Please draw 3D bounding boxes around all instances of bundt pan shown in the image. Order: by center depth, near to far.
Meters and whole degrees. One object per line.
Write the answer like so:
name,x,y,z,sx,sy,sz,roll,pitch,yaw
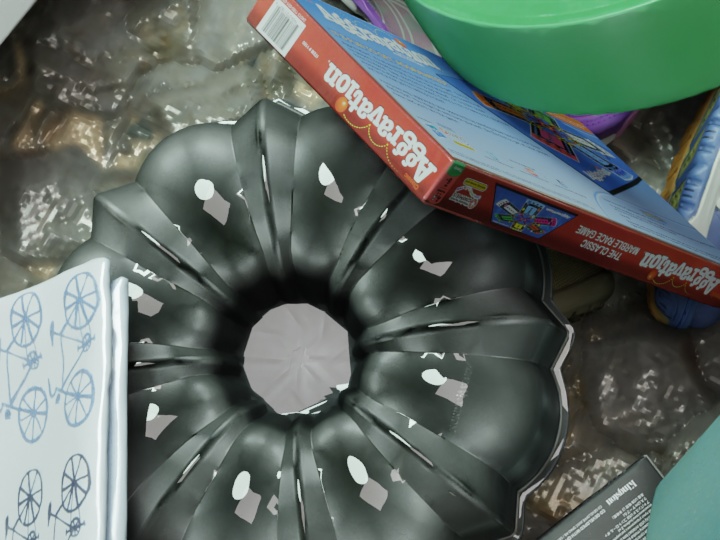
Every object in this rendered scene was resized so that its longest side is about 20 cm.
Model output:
bundt pan,-0.022,0.031,0.773,0.200,0.076,0.204,-1,83,4

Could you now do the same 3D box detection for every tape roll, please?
tape roll,0.100,-0.147,0.760,0.199,0.048,0.202,-18,47,20

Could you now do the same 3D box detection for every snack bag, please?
snack bag,-0.144,0.107,0.760,0.021,0.199,0.190,13,70,-40

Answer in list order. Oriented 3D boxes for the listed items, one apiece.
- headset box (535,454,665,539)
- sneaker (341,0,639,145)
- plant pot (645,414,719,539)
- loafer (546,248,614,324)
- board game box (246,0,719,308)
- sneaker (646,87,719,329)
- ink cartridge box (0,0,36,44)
headset box,0.105,0.195,0.804,0.148,0.077,0.200,-37,82,-12
sneaker,0.032,-0.125,0.875,0.200,0.089,0.081,39,75,4
plant pot,0.176,0.114,0.699,0.141,0.200,0.142,31,108,-23
loafer,0.000,0.000,0.846,0.198,0.076,0.068,-5,82,-6
board game box,0.052,-0.040,0.763,0.019,0.199,0.103,-52,55,15
sneaker,0.181,-0.060,0.878,0.088,0.075,0.201,25,77,-1
ink cartridge box,-0.210,-0.134,0.810,0.199,0.085,0.146,24,71,41
